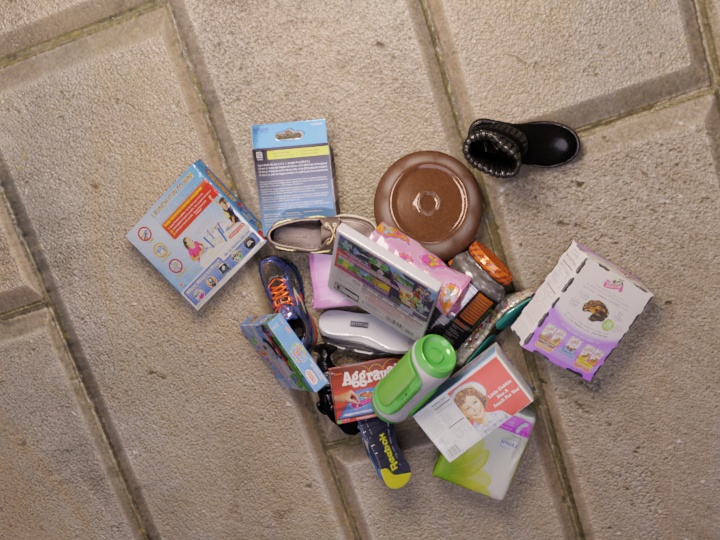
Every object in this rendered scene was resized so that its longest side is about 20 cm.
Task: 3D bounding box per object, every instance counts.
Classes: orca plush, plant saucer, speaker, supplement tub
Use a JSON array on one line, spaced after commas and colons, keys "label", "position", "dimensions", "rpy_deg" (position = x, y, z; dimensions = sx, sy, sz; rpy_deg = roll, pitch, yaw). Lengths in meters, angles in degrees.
[{"label": "orca plush", "position": [-0.040, 0.239, 1.772], "dimensions": [0.103, 0.071, 0.204], "rpy_deg": [-4, 114, 4]}, {"label": "plant saucer", "position": [0.121, -0.117, 1.645], "dimensions": [0.196, 0.037, 0.205], "rpy_deg": [0, 82, 1]}, {"label": "speaker", "position": [0.092, 0.195, 1.648], "dimensions": [0.088, 0.089, 0.201], "rpy_deg": [33, 137, -4]}, {"label": "supplement tub", "position": [0.176, 0.052, 1.681], "dimensions": [0.122, 0.123, 0.200], "rpy_deg": [40, 103, -6]}]

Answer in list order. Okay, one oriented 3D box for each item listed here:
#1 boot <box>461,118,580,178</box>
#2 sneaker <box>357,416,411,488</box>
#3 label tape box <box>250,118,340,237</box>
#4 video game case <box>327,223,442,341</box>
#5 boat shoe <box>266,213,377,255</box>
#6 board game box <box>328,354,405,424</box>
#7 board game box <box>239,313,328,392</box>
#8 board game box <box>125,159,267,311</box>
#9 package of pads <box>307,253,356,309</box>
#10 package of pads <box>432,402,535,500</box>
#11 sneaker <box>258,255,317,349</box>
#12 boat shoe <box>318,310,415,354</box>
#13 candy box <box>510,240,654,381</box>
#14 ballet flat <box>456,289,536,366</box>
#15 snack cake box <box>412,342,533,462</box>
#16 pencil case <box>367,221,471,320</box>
[{"label": "boot", "position": [0.275, -0.206, 1.578], "dimensions": [0.206, 0.158, 0.081], "rpy_deg": [4, 107, 5]}, {"label": "sneaker", "position": [0.034, 0.319, 1.795], "dimensions": [0.073, 0.082, 0.204], "rpy_deg": [-17, 95, -13]}, {"label": "label tape box", "position": [-0.116, -0.170, 1.682], "dimensions": [0.140, 0.066, 0.204], "rpy_deg": [-4, 104, 7]}, {"label": "video game case", "position": [0.037, 0.024, 1.579], "dimensions": [0.198, 0.023, 0.183], "rpy_deg": [32, 149, 12]}, {"label": "boat shoe", "position": [-0.068, -0.063, 1.641], "dimensions": [0.195, 0.060, 0.074], "rpy_deg": [0, 94, 4]}, {"label": "board game box", "position": [0.042, 0.219, 1.750], "dimensions": [0.196, 0.019, 0.105], "rpy_deg": [-9, 90, -14]}, {"label": "board game box", "position": [-0.145, 0.151, 1.717], "dimensions": [0.036, 0.199, 0.153], "rpy_deg": [-38, 100, -19]}, {"label": "board game box", "position": [-0.302, -0.065, 1.737], "dimensions": [0.200, 0.056, 0.196], "rpy_deg": [-42, 98, 15]}, {"label": "package of pads", "position": [0.000, 0.000, 1.708], "dimensions": [0.195, 0.076, 0.123], "rpy_deg": [-6, 98, 7]}, {"label": "package of pads", "position": [0.241, 0.326, 1.784], "dimensions": [0.152, 0.068, 0.203], "rpy_deg": [20, 107, 1]}, {"label": "sneaker", "position": [-0.135, 0.065, 1.744], "dimensions": [0.074, 0.079, 0.203], "rpy_deg": [-22, 103, 11]}, {"label": "boat shoe", "position": [0.017, 0.127, 1.753], "dimensions": [0.195, 0.073, 0.068], "rpy_deg": [7, 145, 5]}, {"label": "candy box", "position": [0.397, 0.074, 1.668], "dimensions": [0.166, 0.072, 0.202], "rpy_deg": [27, 108, -22]}, {"label": "ballet flat", "position": [0.239, 0.094, 1.720], "dimensions": [0.200, 0.075, 0.064], "rpy_deg": [-45, 64, 11]}, {"label": "snack cake box", "position": [0.205, 0.241, 1.697], "dimensions": [0.199, 0.067, 0.116], "rpy_deg": [-39, 94, 14]}, {"label": "pencil case", "position": [0.094, 0.000, 1.593], "dimensions": [0.198, 0.087, 0.088], "rpy_deg": [32, 108, 8]}]
